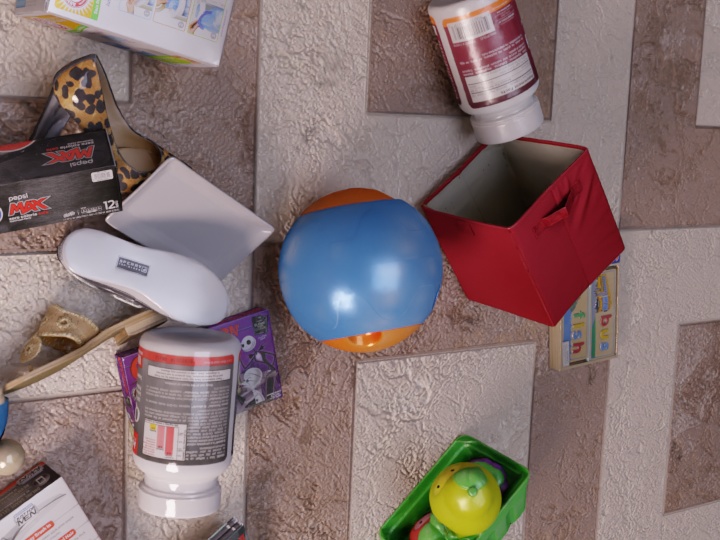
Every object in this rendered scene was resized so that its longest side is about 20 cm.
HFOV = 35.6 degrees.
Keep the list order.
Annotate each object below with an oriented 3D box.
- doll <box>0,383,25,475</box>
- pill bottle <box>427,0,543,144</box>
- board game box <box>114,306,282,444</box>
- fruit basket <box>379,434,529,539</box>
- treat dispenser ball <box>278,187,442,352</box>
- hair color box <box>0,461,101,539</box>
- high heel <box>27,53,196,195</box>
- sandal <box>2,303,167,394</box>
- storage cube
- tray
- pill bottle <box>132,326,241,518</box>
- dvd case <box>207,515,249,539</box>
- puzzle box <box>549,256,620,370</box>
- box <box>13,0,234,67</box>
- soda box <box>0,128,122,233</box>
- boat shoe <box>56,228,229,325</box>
[{"bbox_3d":[-0.427,0.151,1.169,0.136,0.048,0.200,-34,121,11],"label":"doll"},{"bbox_3d":[0.172,-0.279,1.498,0.114,0.114,0.200,-34,116,-26],"label":"pill bottle"},{"bbox_3d":[-0.192,0.129,1.363,0.200,0.032,0.120,-19,104,-32],"label":"board game box"},{"bbox_3d":[0.133,0.320,1.545,0.215,0.155,0.216,-22,124,-38],"label":"fruit basket"},{"bbox_3d":[0.000,0.000,1.369,0.201,0.201,0.201,-7,102,-34],"label":"treat dispenser ball"},{"bbox_3d":[-0.346,0.331,1.265,0.111,0.064,0.200,-36,118,-26],"label":"hair color box"},{"bbox_3d":[-0.243,-0.154,1.209,0.200,0.072,0.143,13,133,-32],"label":"high heel"},{"bbox_3d":[-0.320,0.066,1.247,0.211,0.078,0.070,-25,87,-37],"label":"sandal"},{"bbox_3d":[0.223,-0.057,1.525,0.171,0.200,0.180,-44,126,-22],"label":"storage cube"},{"bbox_3d":[-0.194,-0.057,1.287,0.107,0.022,0.200,-41,143,10],"label":"tray"},{"bbox_3d":[-0.200,0.171,1.277,0.116,0.116,0.200,1,98,-36],"label":"pill bottle"},{"bbox_3d":[-0.208,0.404,1.364,0.200,0.022,0.146,-40,146,-22],"label":"dvd case"},{"bbox_3d":[0.348,0.048,1.735,0.133,0.025,0.200,-9,103,-35],"label":"puzzle box"},{"bbox_3d":[-0.250,-0.293,1.195,0.200,0.112,0.102,12,92,-36],"label":"box"},{"bbox_3d":[-0.349,-0.086,1.141,0.200,0.071,0.063,-12,136,-14],"label":"soda box"},{"bbox_3d":[-0.246,0.010,1.261,0.200,0.068,0.072,20,77,-21],"label":"boat shoe"}]
